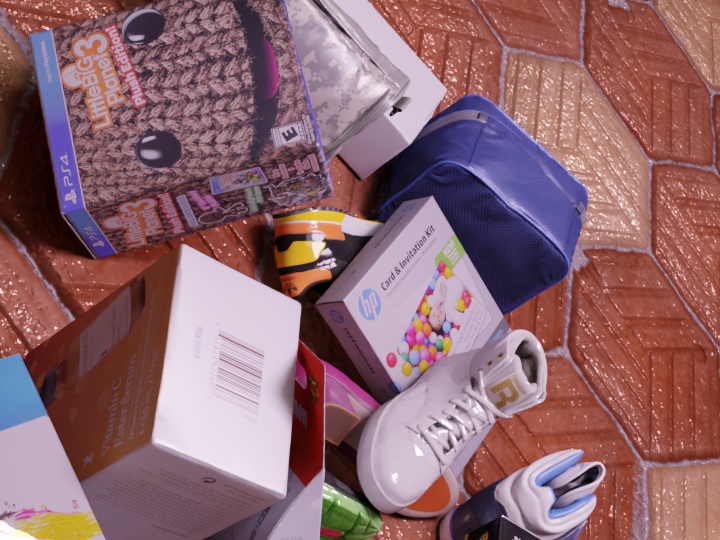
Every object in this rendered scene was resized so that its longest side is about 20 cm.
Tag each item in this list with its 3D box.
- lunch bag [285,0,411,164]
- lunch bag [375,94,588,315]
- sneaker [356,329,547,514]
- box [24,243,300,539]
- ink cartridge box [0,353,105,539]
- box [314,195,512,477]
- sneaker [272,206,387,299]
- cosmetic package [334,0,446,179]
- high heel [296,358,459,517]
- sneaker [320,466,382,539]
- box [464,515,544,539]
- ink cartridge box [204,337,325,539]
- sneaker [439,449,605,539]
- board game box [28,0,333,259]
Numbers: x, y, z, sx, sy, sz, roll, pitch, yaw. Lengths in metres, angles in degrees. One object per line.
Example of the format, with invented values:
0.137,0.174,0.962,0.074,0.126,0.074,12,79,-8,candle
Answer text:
-0.069,-0.185,1.318,0.200,0.168,0.139,48,40,-10,lunch bag
0.128,-0.063,1.462,0.200,0.136,0.132,41,42,-19,lunch bag
0.080,0.111,1.208,0.074,0.115,0.200,54,39,-10,sneaker
-0.146,0.102,1.025,0.106,0.200,0.153,28,48,-32,box
-0.254,0.182,0.905,0.146,0.147,0.200,-18,78,-50,ink cartridge box
0.061,0.059,1.331,0.156,0.041,0.200,-49,116,-38,box
0.000,0.000,1.357,0.200,0.070,0.090,11,76,-43,sneaker
-0.021,-0.201,1.448,0.200,0.081,0.113,49,40,-11,cosmetic package
0.010,0.137,1.281,0.200,0.067,0.096,46,5,-36,high heel
-0.055,0.149,1.185,0.200,0.077,0.084,40,43,-23,sneaker
0.164,0.310,1.199,0.200,0.049,0.160,33,43,-23,box
-0.069,0.143,1.045,0.047,0.160,0.200,0,102,-17,ink cartridge box
0.178,0.205,1.326,0.200,0.146,0.081,-4,68,-46,sneaker
-0.138,-0.121,1.173,0.097,0.200,0.160,74,1,-69,board game box
